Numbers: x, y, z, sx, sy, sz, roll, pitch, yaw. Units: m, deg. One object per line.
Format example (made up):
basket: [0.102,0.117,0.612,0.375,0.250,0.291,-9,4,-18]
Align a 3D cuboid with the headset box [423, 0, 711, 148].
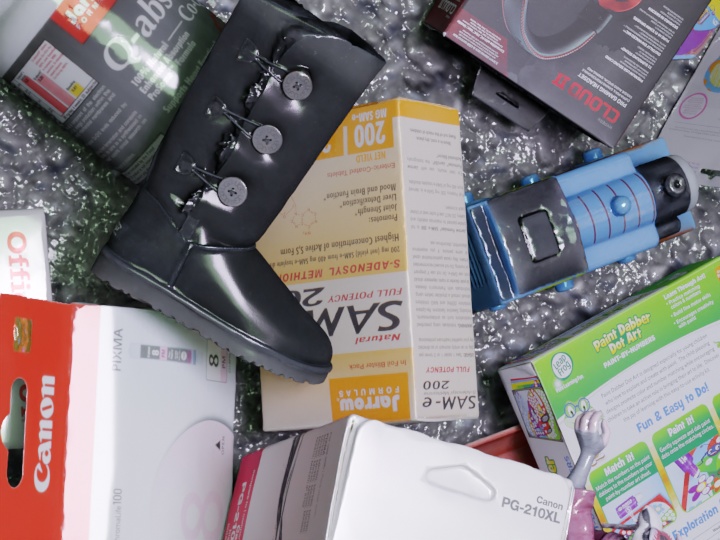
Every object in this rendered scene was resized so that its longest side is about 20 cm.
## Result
headset box: [0.149,-0.191,1.345,0.148,0.075,0.201,32,97,-15]

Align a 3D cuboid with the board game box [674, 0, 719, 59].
board game box: [0.186,-0.231,1.409,0.199,0.039,0.159,-4,85,-20]

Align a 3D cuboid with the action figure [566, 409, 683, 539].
action figure: [0.123,0.183,1.216,0.134,0.200,0.149,48,65,-14]

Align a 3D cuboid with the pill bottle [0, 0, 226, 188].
pill bottle: [-0.161,-0.143,1.231,0.200,0.116,0.116,38,73,-13]

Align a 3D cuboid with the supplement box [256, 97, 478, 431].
supplement box: [0.000,0.000,1.262,0.073,0.125,0.201,4,81,-53]

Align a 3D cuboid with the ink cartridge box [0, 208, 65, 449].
ink cartridge box: [-0.285,0.041,1.182,0.199,0.084,0.147,-5,86,-20]

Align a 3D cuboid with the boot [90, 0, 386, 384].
boot: [-0.044,-0.050,1.181,0.164,0.066,0.201,28,97,-18]

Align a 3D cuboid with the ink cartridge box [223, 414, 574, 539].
ink cartridge box: [0.017,0.155,1.179,0.144,0.200,0.085,18,73,-17]

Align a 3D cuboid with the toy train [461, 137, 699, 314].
toy train: [0.140,-0.030,1.330,0.199,0.114,0.087,-19,91,-21]

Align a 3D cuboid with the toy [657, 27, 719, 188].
toy: [0.299,-0.135,1.416,0.047,0.115,0.201,41,72,-42]

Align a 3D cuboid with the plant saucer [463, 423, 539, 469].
plant saucer: [0.075,0.219,1.322,0.199,0.037,0.201,-18,91,-20]

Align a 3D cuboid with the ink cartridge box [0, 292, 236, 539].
ink cartridge box: [-0.143,0.102,1.187,0.057,0.200,0.164,-1,83,23]

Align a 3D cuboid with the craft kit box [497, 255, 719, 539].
craft kit box: [0.211,0.117,1.357,0.199,0.048,0.199,-25,96,-34]
